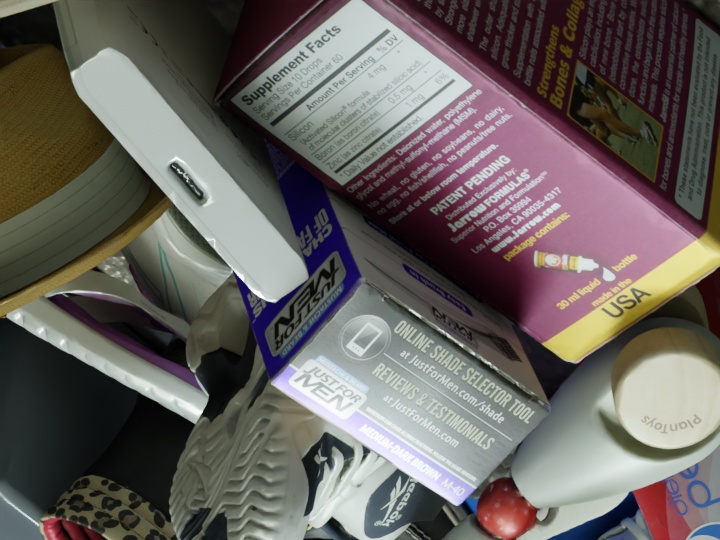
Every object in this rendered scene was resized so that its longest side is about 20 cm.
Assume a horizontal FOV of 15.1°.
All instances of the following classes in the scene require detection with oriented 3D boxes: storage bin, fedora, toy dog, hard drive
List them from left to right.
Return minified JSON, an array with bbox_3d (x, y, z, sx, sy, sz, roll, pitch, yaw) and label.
[{"bbox_3d":[-0.168,-0.039,1.147,0.199,0.201,0.082,-13,112,26],"label":"fedora"},{"bbox_3d":[-0.147,0.116,1.372,0.145,0.135,0.200,-27,122,36],"label":"storage bin"},{"bbox_3d":[-0.082,-0.086,1.104,0.026,0.200,0.132,-35,122,9],"label":"hard drive"},{"bbox_3d":[0.112,0.093,1.179,0.096,0.132,0.200,32,133,-12],"label":"toy dog"}]

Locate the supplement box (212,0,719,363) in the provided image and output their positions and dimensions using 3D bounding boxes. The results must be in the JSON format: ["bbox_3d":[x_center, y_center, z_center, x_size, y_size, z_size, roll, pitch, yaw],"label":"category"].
[{"bbox_3d":[0.055,-0.078,1.119,0.200,0.131,0.103,36,132,-20],"label":"supplement box"}]

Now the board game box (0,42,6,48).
[{"bbox_3d":[-0.248,-0.090,1.258,0.151,0.037,0.200,-29,121,36],"label":"board game box"}]

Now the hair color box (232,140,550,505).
[{"bbox_3d":[0.000,0.000,1.154,0.109,0.200,0.065,35,106,-28],"label":"hair color box"}]

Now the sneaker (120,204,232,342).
[{"bbox_3d":[-0.049,0.022,1.288,0.080,0.070,0.201,-24,105,51],"label":"sneaker"}]

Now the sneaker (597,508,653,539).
[{"bbox_3d":[0.166,0.139,1.320,0.099,0.075,0.201,2,132,-32],"label":"sneaker"}]

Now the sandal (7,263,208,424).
[{"bbox_3d":[-0.123,0.016,1.252,0.202,0.050,0.082,31,178,2],"label":"sandal"}]

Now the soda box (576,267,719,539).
[{"bbox_3d":[0.169,0.098,1.241,0.063,0.070,0.201,-25,87,37],"label":"soda box"}]

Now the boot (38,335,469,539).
[{"bbox_3d":[-0.045,0.128,1.304,0.200,0.151,0.073,42,141,-1],"label":"boot"}]

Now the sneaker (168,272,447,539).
[{"bbox_3d":[-0.010,0.086,1.163,0.129,0.199,0.080,35,108,-21],"label":"sneaker"}]

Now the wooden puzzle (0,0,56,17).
[{"bbox_3d":[-0.040,-0.161,1.027,0.199,0.185,0.037,-9,115,24],"label":"wooden puzzle"}]

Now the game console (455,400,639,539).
[{"bbox_3d":[0.084,0.101,1.378,0.170,0.118,0.201,33,144,27],"label":"game console"}]
